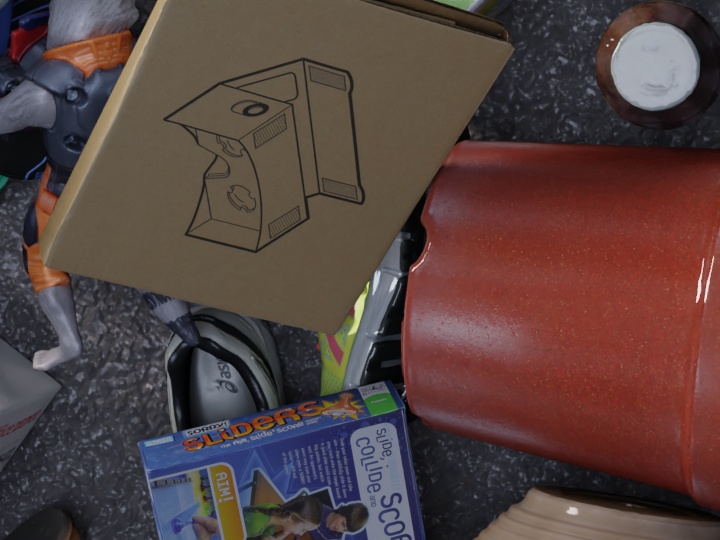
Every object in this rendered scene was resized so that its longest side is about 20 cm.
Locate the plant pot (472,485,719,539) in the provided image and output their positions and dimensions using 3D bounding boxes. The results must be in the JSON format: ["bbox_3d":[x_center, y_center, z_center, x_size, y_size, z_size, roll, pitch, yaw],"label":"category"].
[{"bbox_3d":[0.127,0.161,1.205,0.201,0.201,0.093,9,91,8],"label":"plant pot"}]

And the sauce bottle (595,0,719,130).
[{"bbox_3d":[0.145,-0.098,1.176,0.066,0.200,0.066,1,97,9],"label":"sauce bottle"}]

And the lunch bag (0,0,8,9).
[{"bbox_3d":[-0.264,-0.143,1.211,0.170,0.200,0.127,-42,116,3],"label":"lunch bag"}]

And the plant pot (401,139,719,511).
[{"bbox_3d":[0.133,0.019,1.202,0.195,0.201,0.201,8,97,16],"label":"plant pot"}]

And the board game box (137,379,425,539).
[{"bbox_3d":[-0.030,0.165,1.257,0.135,0.034,0.200,-13,116,-8],"label":"board game box"}]

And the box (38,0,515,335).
[{"bbox_3d":[-0.044,-0.059,1.153,0.163,0.021,0.200,14,130,-23],"label":"box"}]

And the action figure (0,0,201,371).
[{"bbox_3d":[-0.112,-0.067,1.237,0.200,0.105,0.194,-25,120,-27],"label":"action figure"}]

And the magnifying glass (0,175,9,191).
[{"bbox_3d":[-0.253,-0.120,1.312,0.080,0.022,0.200,-24,79,-32],"label":"magnifying glass"}]

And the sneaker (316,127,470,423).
[{"bbox_3d":[0.000,0.000,1.280,0.090,0.078,0.200,18,105,34],"label":"sneaker"}]

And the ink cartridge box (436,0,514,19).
[{"bbox_3d":[0.041,-0.162,1.186,0.148,0.200,0.076,-45,87,10],"label":"ink cartridge box"}]

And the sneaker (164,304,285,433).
[{"bbox_3d":[-0.063,0.117,1.287,0.076,0.088,0.200,-20,93,9],"label":"sneaker"}]

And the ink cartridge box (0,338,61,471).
[{"bbox_3d":[-0.265,0.091,1.295,0.125,0.129,0.200,37,100,4],"label":"ink cartridge box"}]

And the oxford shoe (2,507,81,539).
[{"bbox_3d":[-0.201,0.222,1.340,0.071,0.071,0.200,28,99,-24],"label":"oxford shoe"}]

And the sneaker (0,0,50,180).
[{"bbox_3d":[-0.162,-0.146,1.294,0.078,0.070,0.200,15,90,-19],"label":"sneaker"}]
